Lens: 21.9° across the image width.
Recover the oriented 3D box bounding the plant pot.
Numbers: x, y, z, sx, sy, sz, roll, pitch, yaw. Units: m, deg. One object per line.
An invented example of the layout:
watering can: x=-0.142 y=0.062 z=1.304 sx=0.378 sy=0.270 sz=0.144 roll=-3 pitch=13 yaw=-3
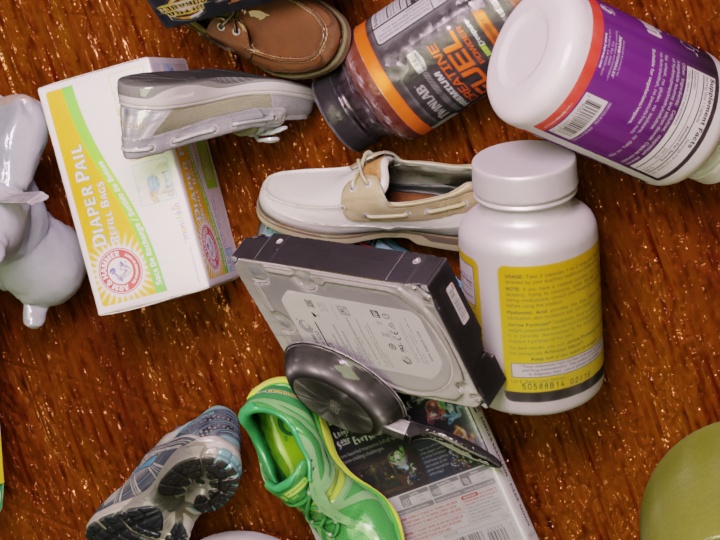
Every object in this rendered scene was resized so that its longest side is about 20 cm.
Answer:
plant pot: x=0.297 y=0.223 z=1.429 sx=0.187 sy=0.200 sz=0.187 roll=2 pitch=97 yaw=15

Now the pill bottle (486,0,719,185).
pill bottle: x=0.203 y=-0.135 z=1.422 sx=0.200 sy=0.112 sz=0.113 roll=20 pitch=105 yaw=-28

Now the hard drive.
hard drive: x=0.004 y=0.038 z=1.462 sx=0.200 sy=0.038 sz=0.140 roll=10 pitch=141 yaw=38

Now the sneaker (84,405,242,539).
sneaker: x=-0.165 y=0.189 z=1.628 sx=0.078 sy=0.086 sz=0.200 roll=36 pitch=128 yaw=-22

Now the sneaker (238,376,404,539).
sneaker: x=-0.039 y=0.184 z=1.546 sx=0.074 sy=0.084 sz=0.200 roll=-41 pitch=81 yaw=31

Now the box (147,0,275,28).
box: x=-0.089 y=-0.299 z=1.498 sx=0.159 sy=0.046 sz=0.200 roll=-12 pitch=53 yaw=16

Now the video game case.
video game case: x=0.032 y=0.177 z=1.565 sx=0.200 sy=0.023 sz=0.182 roll=-24 pitch=90 yaw=33

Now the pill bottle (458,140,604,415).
pill bottle: x=0.134 y=0.004 z=1.469 sx=0.111 sy=0.111 sz=0.200 roll=2 pitch=116 yaw=16

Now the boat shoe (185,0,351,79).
boat shoe: x=-0.098 y=-0.206 z=1.519 sx=0.200 sy=0.068 sz=0.072 roll=21 pitch=96 yaw=38

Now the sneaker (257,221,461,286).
sneaker: x=0.000 y=0.000 z=1.541 sx=0.200 sy=0.096 sz=0.079 roll=25 pitch=102 yaw=12

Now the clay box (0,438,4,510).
clay box: x=-0.369 y=0.117 z=1.657 sx=0.115 sy=0.048 sz=0.200 roll=3 pitch=97 yaw=50

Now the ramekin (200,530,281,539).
ramekin: x=-0.112 y=0.334 z=1.601 sx=0.200 sy=0.098 sz=0.201 roll=4 pitch=100 yaw=21

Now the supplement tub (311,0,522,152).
supplement tub: x=0.060 y=-0.176 z=1.500 sx=0.200 sy=0.107 sz=0.107 roll=-33 pitch=87 yaw=17

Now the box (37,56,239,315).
box: x=-0.184 y=-0.072 z=1.575 sx=0.101 sy=0.112 sz=0.200 roll=-14 pitch=93 yaw=13

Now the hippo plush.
hippo plush: x=-0.288 y=-0.051 z=1.587 sx=0.200 sy=0.161 sz=0.159 roll=23 pitch=76 yaw=39

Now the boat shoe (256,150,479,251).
boat shoe: x=0.014 y=-0.065 z=1.525 sx=0.200 sy=0.075 sz=0.068 roll=3 pitch=136 yaw=1

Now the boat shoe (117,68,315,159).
boat shoe: x=-0.116 y=-0.128 z=1.512 sx=0.074 sy=0.202 sz=0.065 roll=15 pitch=106 yaw=37

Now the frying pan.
frying pan: x=0.013 y=0.121 z=1.516 sx=0.190 sy=0.115 sz=0.031 roll=39 pitch=64 yaw=-11
